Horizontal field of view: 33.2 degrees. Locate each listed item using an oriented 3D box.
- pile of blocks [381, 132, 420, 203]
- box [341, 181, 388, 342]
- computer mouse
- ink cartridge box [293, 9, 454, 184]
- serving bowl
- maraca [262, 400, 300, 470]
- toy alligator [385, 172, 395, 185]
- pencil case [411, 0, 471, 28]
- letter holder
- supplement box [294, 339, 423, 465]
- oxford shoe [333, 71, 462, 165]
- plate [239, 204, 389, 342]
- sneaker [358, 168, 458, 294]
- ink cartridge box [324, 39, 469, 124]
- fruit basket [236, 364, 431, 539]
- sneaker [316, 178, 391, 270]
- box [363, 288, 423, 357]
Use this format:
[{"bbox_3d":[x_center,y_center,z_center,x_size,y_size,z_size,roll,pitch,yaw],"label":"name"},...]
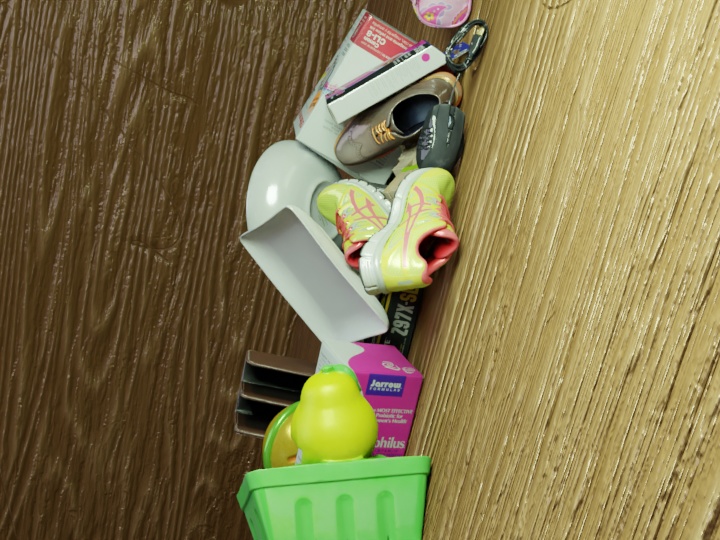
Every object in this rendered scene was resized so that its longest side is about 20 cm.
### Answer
[{"bbox_3d":[0.088,-0.126,1.561,0.062,0.082,0.200,58,-156,-22],"label":"pile of blocks"},{"bbox_3d":[0.000,0.000,1.670,0.200,0.048,0.159,108,171,-52],"label":"box"},{"bbox_3d":[0.115,-0.204,1.446,0.034,0.059,0.200,29,105,66],"label":"computer mouse"},{"bbox_3d":[0.015,-0.241,1.700,0.200,0.145,0.145,-58,12,11],"label":"ink cartridge box"},{"bbox_3d":[-0.073,-0.084,1.691,0.200,0.066,0.200,-1,-89,-58],"label":"serving bowl"},{"bbox_3d":[-0.053,0.246,1.610,0.107,0.200,0.137,22,81,46],"label":"maraca"},{"bbox_3d":[0.061,-0.125,1.711,0.200,0.059,0.054,141,139,-79],"label":"toy alligator"},{"bbox_3d":[0.105,-0.394,1.682,0.200,0.087,0.088,-92,14,-66],"label":"pencil case"},{"bbox_3d":[-0.075,0.192,1.736,0.142,0.200,0.101,-128,49,-81],"label":"letter holder"},{"bbox_3d":[-0.007,0.197,1.483,0.103,0.101,0.200,-139,58,-62],"label":"supplement box"},{"bbox_3d":[0.036,-0.191,1.562,0.200,0.071,0.073,-32,8,31],"label":"oxford shoe"},{"bbox_3d":[-0.056,0.007,1.555,0.032,0.200,0.200,-42,7,-26],"label":"plate"},{"bbox_3d":[0.077,-0.043,1.371,0.200,0.090,0.078,-61,-40,-39],"label":"sneaker"},{"bbox_3d":[0.047,-0.256,1.573,0.037,0.200,0.095,62,-176,-15],"label":"ink cartridge box"},{"bbox_3d":[-0.031,0.211,1.312,0.156,0.215,0.216,115,165,-65],"label":"fruit basket"},{"bbox_3d":[0.004,-0.046,1.490,0.200,0.090,0.078,34,144,38],"label":"sneaker"},{"bbox_3d":[0.048,0.027,1.630,0.160,0.049,0.200,-100,22,-67],"label":"box"}]
